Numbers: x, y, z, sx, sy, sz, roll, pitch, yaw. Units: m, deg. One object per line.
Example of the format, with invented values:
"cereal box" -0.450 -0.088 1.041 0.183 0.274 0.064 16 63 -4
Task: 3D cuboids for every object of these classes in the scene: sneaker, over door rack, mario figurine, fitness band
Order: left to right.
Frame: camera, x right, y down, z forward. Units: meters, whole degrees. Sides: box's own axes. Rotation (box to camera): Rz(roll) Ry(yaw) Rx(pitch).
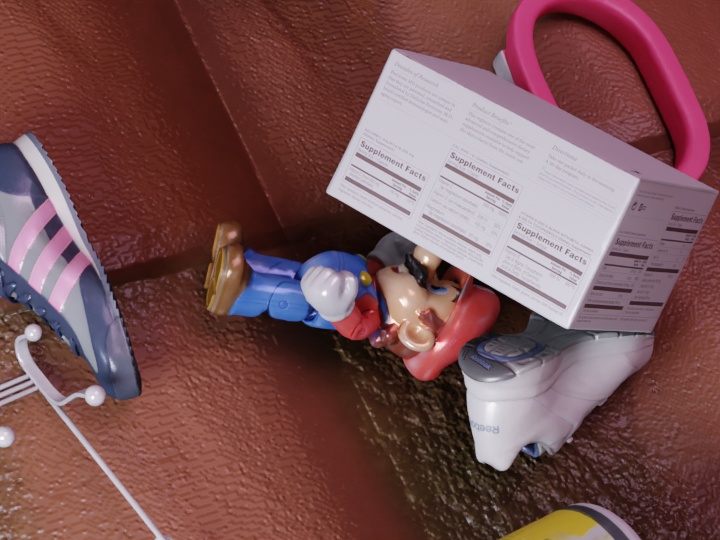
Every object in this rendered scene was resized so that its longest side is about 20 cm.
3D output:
"over door rack" -0.210 0.137 1.544 0.147 0.067 0.200 -24 70 -31
"sneaker" -0.209 0.009 1.638 0.082 0.070 0.200 -24 67 -12
"mario figurine" 0.000 0.000 1.691 0.199 0.106 0.124 12 53 -12
"sneaker" 0.132 0.077 1.715 0.074 0.087 0.200 17 21 38
"fitness band" 0.183 -0.132 1.889 0.143 0.037 0.201 -10 64 -26

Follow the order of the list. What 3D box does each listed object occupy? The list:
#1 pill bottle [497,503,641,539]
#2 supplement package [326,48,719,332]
"pill bottle" 0.087 0.231 1.569 0.200 0.112 0.112 -23 69 -31
"supplement package" 0.111 -0.053 1.686 0.200 0.111 0.156 31 12 25
